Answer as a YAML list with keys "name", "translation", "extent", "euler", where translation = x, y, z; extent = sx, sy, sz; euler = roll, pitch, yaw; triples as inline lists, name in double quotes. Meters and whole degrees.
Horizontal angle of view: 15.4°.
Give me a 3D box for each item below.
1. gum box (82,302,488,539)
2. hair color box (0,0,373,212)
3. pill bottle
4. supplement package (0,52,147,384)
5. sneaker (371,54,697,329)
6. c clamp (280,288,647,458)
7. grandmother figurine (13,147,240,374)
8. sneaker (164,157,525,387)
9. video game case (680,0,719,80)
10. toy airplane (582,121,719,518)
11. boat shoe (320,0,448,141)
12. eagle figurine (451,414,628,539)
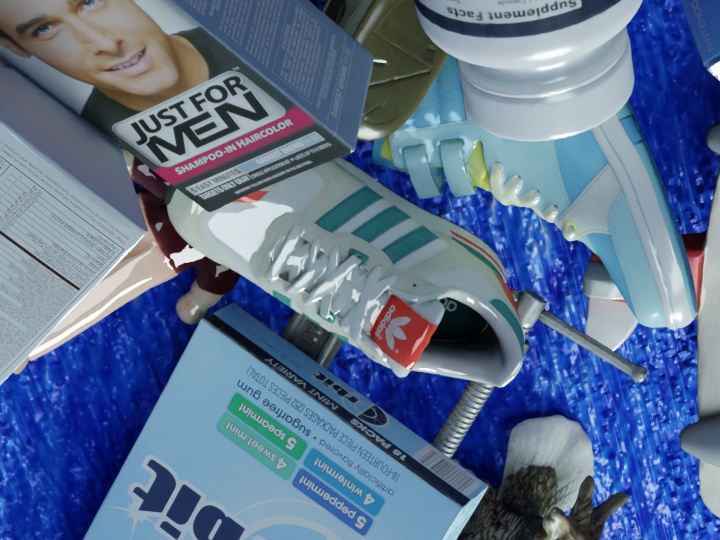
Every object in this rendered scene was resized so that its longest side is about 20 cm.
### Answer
- name: "gum box"
  translation: [-0.053, 0.148, 1.408]
  extent: [0.170, 0.045, 0.201]
  euler: [34, 112, 12]
- name: "hair color box"
  translation: [-0.098, -0.114, 1.189]
  extent: [0.099, 0.061, 0.200]
  euler: [-21, 134, 39]
- name: "pill bottle"
  translation: [0.072, -0.163, 1.205]
  extent: [0.110, 0.111, 0.201]
  euler: [-17, 127, -5]
- name: "supplement package"
  translation: [-0.228, -0.032, 1.228]
  extent: [0.200, 0.191, 0.147]
  euler: [-45, 120, 12]
- name: "sneaker"
  translation: [0.082, -0.045, 1.339]
  extent: [0.130, 0.080, 0.201]
  euler: [-25, 82, 8]
- name: "c clamp"
  translation: [0.025, 0.079, 1.408]
  extent: [0.171, 0.027, 0.200]
  euler: [38, 105, 5]
- name: "grandmother figurine"
  translation: [-0.101, -0.017, 1.351]
  extent: [0.199, 0.061, 0.121]
  euler: [-27, 140, 4]
- name: "sneaker"
  translation: [0.000, 0.000, 1.303]
  extent: [0.199, 0.094, 0.071]
  euler: [24, 110, -27]
- name: "video game case"
  translation: [0.199, -0.139, 1.249]
  extent: [0.045, 0.201, 0.181]
  euler: [-33, 140, 24]
- name: "toy airplane"
  translation: [0.212, 0.009, 1.396]
  extent: [0.199, 0.141, 0.200]
  euler: [-42, 110, 3]
- name: "boat shoe"
  translation: [0.031, -0.160, 1.296]
  extent: [0.072, 0.066, 0.201]
  euler: [32, 89, -41]
- name: "eagle figurine"
  translation: [0.048, 0.175, 1.480]
  extent: [0.199, 0.151, 0.153]
  euler: [-19, 83, 31]
